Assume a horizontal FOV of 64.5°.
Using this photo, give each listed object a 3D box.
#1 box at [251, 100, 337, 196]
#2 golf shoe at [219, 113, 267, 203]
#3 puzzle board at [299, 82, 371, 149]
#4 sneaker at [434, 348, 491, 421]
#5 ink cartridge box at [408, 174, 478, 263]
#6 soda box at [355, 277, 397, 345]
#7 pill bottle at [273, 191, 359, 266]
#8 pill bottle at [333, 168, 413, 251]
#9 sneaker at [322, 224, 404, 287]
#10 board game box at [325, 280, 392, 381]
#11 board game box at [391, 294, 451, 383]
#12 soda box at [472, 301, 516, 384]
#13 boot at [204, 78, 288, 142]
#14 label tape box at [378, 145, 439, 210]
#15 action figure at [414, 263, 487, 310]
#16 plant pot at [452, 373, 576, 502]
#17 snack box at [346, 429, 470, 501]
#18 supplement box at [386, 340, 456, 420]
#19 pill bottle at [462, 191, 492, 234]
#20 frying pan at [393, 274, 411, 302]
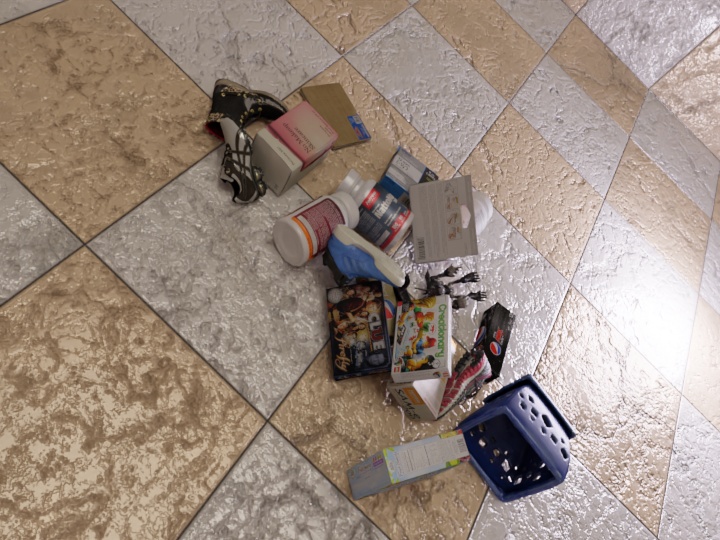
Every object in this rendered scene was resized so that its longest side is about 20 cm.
[{"bbox_3d":[-0.169,-0.304,1.411,0.128,0.109,0.200,44,50,-1],"label":"box"},{"bbox_3d":[-0.289,-0.254,1.307,0.093,0.077,0.206,-26,98,-23],"label":"golf shoe"},{"bbox_3d":[-0.069,-0.438,1.608,0.148,0.017,0.204,-21,76,-39],"label":"puzzle board"},{"bbox_3d":[0.235,0.276,1.325,0.199,0.080,0.076,-41,114,-17],"label":"sneaker"},{"bbox_3d":[0.216,-0.129,1.468,0.044,0.171,0.208,4,81,-64],"label":"ink cartridge box"},{"bbox_3d":[0.041,0.072,1.353,0.066,0.064,0.206,3,63,-28],"label":"soda box"},{"bbox_3d":[-0.099,-0.104,1.336,0.198,0.114,0.115,-34,82,-38],"label":"pill bottle"},{"bbox_3d":[0.028,-0.155,1.439,0.198,0.120,0.121,38,51,-5],"label":"pill bottle"},{"bbox_3d":[0.000,0.000,1.277,0.198,0.113,0.077,37,19,10],"label":"sneaker"},{"bbox_3d":[-0.003,0.130,1.265,0.130,0.035,0.207,-9,65,4],"label":"board game box"},{"bbox_3d":[0.135,0.145,1.239,0.204,0.122,0.035,-81,154,-45],"label":"board game box"},{"bbox_3d":[0.337,0.184,1.466,0.070,0.063,0.203,34,51,-7],"label":"soda box"},{"bbox_3d":[-0.283,-0.379,1.409,0.194,0.073,0.155,20,54,-15],"label":"boot"},{"bbox_3d":[0.144,-0.269,1.608,0.141,0.066,0.203,35,53,-8],"label":"label tape box"},{"bbox_3d":[0.235,0.045,1.462,0.195,0.101,0.123,-6,78,-35],"label":"action figure"},{"bbox_3d":[0.358,0.369,1.294,0.202,0.200,0.178,51,45,6],"label":"plant pot"},{"bbox_3d":[0.094,0.387,1.137,0.194,0.169,0.070,-5,63,-33],"label":"snack box"},{"bbox_3d":[0.142,0.216,1.296,0.127,0.072,0.203,54,43,-31],"label":"supplement box"},{"bbox_3d":[0.283,-0.135,1.583,0.114,0.113,0.199,48,50,3],"label":"pill bottle"},{"bbox_3d":[0.106,0.059,1.343,0.030,0.190,0.118,-24,98,-3],"label":"frying pan"}]
